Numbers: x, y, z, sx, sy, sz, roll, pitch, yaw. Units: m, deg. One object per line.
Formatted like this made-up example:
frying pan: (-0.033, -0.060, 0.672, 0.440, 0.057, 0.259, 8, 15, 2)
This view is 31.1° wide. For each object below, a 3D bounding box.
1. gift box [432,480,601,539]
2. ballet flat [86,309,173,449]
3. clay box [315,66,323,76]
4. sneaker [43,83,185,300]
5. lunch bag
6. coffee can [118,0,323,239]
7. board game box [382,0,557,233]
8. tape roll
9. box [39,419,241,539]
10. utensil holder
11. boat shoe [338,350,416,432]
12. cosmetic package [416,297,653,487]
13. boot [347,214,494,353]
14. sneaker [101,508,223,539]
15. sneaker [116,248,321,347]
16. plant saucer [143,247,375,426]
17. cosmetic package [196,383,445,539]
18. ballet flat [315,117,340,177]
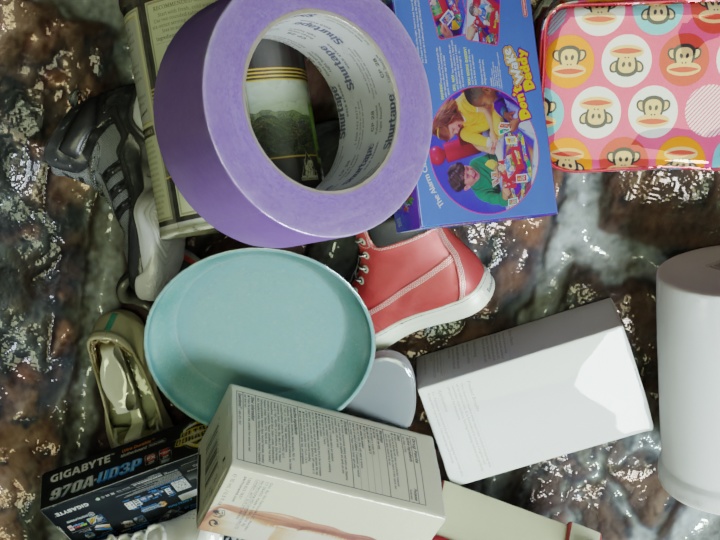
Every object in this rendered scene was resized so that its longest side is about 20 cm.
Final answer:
gift box: (0.126, 0.324, 1.198, 0.186, 0.185, 0.200, 21, 146, -4)
ballet flat: (-0.220, 0.137, 1.241, 0.069, 0.070, 0.201, -11, 108, 5)
clay box: (0.058, -0.146, 1.133, 0.115, 0.048, 0.200, -39, 103, -3)
sneaker: (-0.218, -0.071, 1.150, 0.113, 0.075, 0.201, -3, 81, 12)
lunch bag: (0.246, -0.175, 1.112, 0.199, 0.082, 0.177, 1, 108, 2)
coffee can: (-0.112, -0.136, 1.076, 0.146, 0.146, 0.201, -9, 91, 5)
board game box: (0.085, -0.138, 1.078, 0.134, 0.045, 0.201, -6, 89, -26)
tape roll: (-0.049, -0.120, 0.978, 0.199, 0.085, 0.201, 3, 84, -34)
box: (-0.182, 0.223, 1.245, 0.199, 0.046, 0.159, -21, 134, 9)
utensil holder: (0.348, 0.093, 1.155, 0.169, 0.170, 0.201, -5, 107, 4)
boat shoe: (0.012, 0.147, 1.223, 0.073, 0.068, 0.200, 10, 123, 4)
cosmetic package: (0.161, 0.114, 1.215, 0.199, 0.081, 0.113, -17, 108, 6)
boot: (0.000, 0.000, 1.157, 0.199, 0.073, 0.144, -24, 123, 27)
sneaker: (-0.206, 0.278, 1.213, 0.200, 0.075, 0.087, -38, 124, 23)
sneaker: (-0.132, 0.040, 1.173, 0.199, 0.082, 0.077, 16, 121, 15)
plant saucer: (-0.087, 0.057, 1.126, 0.199, 0.036, 0.201, -1, 123, -2)
cosmetic package: (-0.036, 0.184, 1.133, 0.199, 0.104, 0.087, 17, 124, -17)
ballet flat: (-0.057, -0.091, 1.176, 0.199, 0.057, 0.067, -20, 89, 2)
